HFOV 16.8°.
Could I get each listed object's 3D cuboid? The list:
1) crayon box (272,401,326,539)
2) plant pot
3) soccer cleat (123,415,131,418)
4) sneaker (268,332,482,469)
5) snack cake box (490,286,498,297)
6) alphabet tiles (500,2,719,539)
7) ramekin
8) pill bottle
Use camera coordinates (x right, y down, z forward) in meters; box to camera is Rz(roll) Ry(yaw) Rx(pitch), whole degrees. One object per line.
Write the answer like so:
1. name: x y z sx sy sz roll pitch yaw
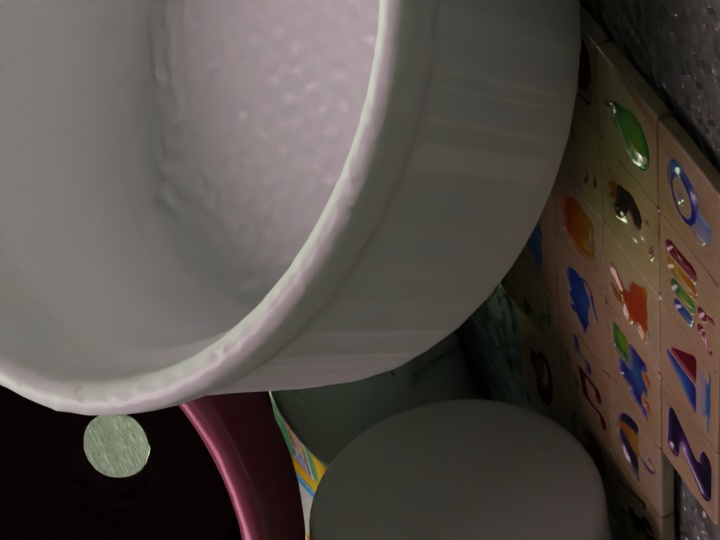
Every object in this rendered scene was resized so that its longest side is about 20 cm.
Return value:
1. crayon box: -0.005 0.081 1.039 0.126 0.051 0.201 -141 32 -66
2. plant pot: -0.108 0.077 0.826 0.179 0.199 0.201 -49 -60 -76
3. soccer cleat: -0.088 0.037 1.013 0.078 0.069 0.200 64 166 14
4. sneaker: 0.000 0.000 0.906 0.088 0.075 0.200 -44 75 36
5. snack cake box: -0.040 -0.072 0.823 0.200 0.067 0.115 44 153 35
6. alphabet tiles: 0.068 -0.002 0.733 0.201 0.008 0.167 82 162 -46
7. ramekin: -0.035 -0.059 0.670 0.200 0.097 0.202 -5 82 41
8. pill bottle: 0.043 0.146 0.830 0.114 0.113 0.201 -124 17 -45
